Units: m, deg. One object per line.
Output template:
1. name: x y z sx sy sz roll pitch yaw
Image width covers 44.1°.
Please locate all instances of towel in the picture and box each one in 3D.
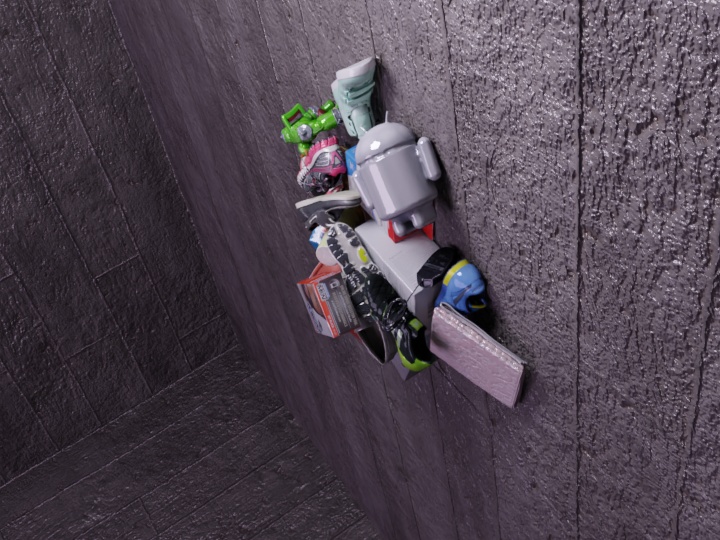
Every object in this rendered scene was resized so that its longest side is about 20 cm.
1. towel: 0.213 0.158 1.626 0.199 0.032 0.192 36 159 20

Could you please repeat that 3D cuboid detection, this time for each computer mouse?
1. computer mouse: 0.107 0.037 1.574 0.058 0.200 0.034 22 154 51

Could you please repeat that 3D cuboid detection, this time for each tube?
1. tube: -0.035 -0.092 1.812 0.051 0.201 0.059 13 132 12

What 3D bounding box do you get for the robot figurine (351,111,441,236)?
1. robot figurine: 0.060 -0.164 1.515 0.167 0.113 0.204 -21 94 31

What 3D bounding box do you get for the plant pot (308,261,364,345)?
1. plant pot: 0.015 0.056 1.900 0.195 0.200 0.202 45 159 19

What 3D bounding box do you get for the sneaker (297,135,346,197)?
1. sneaker: -0.075 -0.187 1.765 0.076 0.079 0.200 64 164 12

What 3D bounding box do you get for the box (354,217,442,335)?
1. box: 0.089 0.003 1.716 0.200 0.105 0.154 49 160 33

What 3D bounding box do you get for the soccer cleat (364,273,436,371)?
1. soccer cleat: 0.076 0.090 1.629 0.081 0.067 0.203 -22 99 54

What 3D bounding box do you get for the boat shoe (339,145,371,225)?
1. boat shoe: -0.008 -0.162 1.802 0.202 0.067 0.072 58 163 11

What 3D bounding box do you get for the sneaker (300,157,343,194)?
1. sneaker: -0.066 -0.180 1.935 0.202 0.073 0.087 57 158 7

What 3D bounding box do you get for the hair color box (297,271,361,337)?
1. hair color box: -0.065 0.065 1.738 0.113 0.063 0.200 68 167 -3

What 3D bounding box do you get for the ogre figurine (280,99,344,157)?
1. ogre figurine: -0.090 -0.289 1.752 0.200 0.118 0.100 39 152 53

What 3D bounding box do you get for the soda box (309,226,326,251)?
1. soda box: -0.051 -0.053 1.973 0.067 0.065 0.200 20 169 16

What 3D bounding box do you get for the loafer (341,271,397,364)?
1. loafer: 0.012 0.094 1.761 0.202 0.069 0.070 57 -152 -11

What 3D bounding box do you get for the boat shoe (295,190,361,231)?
1. boat shoe: -0.055 -0.117 1.729 0.199 0.071 0.069 -8 96 56

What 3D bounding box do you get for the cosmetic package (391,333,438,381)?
1. cosmetic package: 0.123 0.142 1.842 0.091 0.106 0.201 56 164 14

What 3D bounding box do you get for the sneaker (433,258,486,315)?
1. sneaker: 0.183 0.059 1.604 0.079 0.065 0.201 50 160 20

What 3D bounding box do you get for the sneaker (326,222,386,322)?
1. sneaker: 0.000 0.000 1.702 0.080 0.076 0.203 15 -129 -88

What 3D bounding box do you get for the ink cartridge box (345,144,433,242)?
1. ink cartridge box: 0.054 -0.140 1.659 0.200 0.066 0.117 49 159 34

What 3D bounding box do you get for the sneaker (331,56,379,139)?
1. sneaker: 0.005 -0.294 1.545 0.200 0.072 0.120 175 73 -82
